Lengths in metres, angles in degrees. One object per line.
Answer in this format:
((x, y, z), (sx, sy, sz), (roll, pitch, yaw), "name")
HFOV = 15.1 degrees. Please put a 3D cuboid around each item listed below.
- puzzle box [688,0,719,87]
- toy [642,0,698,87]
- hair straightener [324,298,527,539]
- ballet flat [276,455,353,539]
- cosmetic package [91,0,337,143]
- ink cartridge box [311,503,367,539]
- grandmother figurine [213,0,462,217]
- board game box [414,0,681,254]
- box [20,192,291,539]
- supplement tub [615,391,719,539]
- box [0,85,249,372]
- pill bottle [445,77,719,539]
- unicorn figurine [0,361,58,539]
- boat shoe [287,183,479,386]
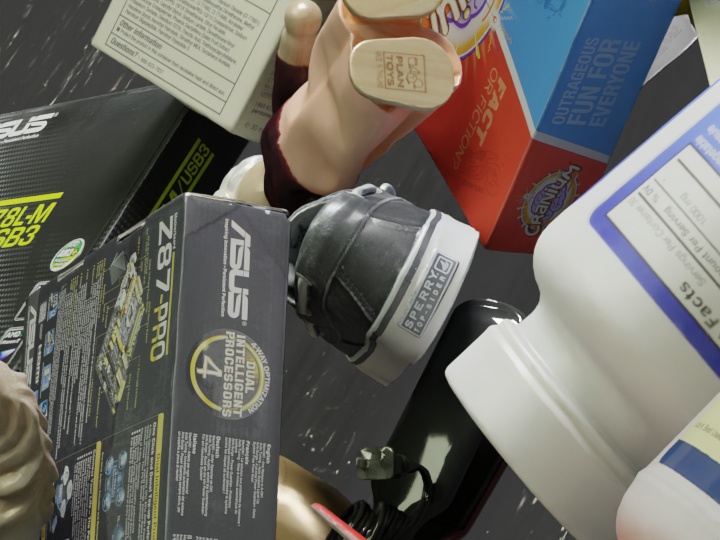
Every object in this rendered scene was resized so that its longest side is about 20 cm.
((0.189, -0.123, 1.038), (0.133, 0.025, 0.200), (-14, 35, 9), "puzzle box")
((0.111, -0.133, 1.175), (0.115, 0.047, 0.200), (-43, 33, -6), "toy")
((0.002, 0.089, 0.982), (0.041, 0.077, 0.200), (23, 66, 34), "hair straightener")
((-0.071, 0.090, 1.090), (0.069, 0.063, 0.200), (-52, 30, -15), "ballet flat")
((-0.029, -0.165, 1.258), (0.105, 0.071, 0.200), (34, 100, 33), "cosmetic package")
((0.093, 0.130, 0.710), (0.045, 0.176, 0.200), (-47, 29, -5), "ink cartridge box")
((-0.015, -0.052, 1.148), (0.200, 0.060, 0.121), (131, 145, -62), "grandmother figurine")
((0.057, -0.127, 1.109), (0.200, 0.040, 0.153), (62, 140, 46), "board game box")
((-0.083, 0.088, 0.997), (0.161, 0.049, 0.200), (148, 128, -60), "box")
((0.184, 0.047, 0.739), (0.200, 0.145, 0.145), (-45, 29, -3), "supplement tub")
((-0.168, -0.005, 1.359), (0.200, 0.048, 0.193), (-5, 48, 48), "box")
((0.129, 0.000, 0.906), (0.200, 0.112, 0.112), (-41, 29, 5), "pill bottle")
((-0.145, 0.107, 0.998), (0.074, 0.200, 0.137), (-10, -6, -28), "unicorn figurine")
((0.000, 0.000, 1.036), (0.072, 0.068, 0.200), (-62, 0, 0), "boat shoe")
